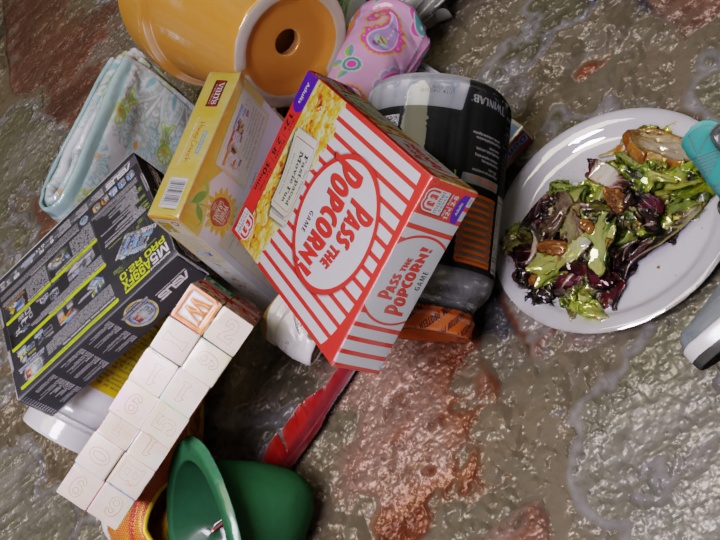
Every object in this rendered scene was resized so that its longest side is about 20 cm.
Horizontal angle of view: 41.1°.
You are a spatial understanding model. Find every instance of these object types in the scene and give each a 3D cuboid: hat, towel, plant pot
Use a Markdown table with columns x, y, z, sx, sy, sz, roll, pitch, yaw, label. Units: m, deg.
| x | y | z | sx | sy | sz | roll | pitch | yaw | label |
| --- | --- | --- | --- | --- | --- | --- | --- | --- | --- |
| -0.052 | 0.198 | 0.794 | 0.166 | 0.175 | 0.201 | 45 | 134 | 47 | hat |
| -0.234 | -0.109 | 1.020 | 0.048 | 0.171 | 0.201 | 7 | 67 | 38 | towel |
| -0.113 | -0.257 | 0.954 | 0.200 | 0.200 | 0.183 | -48 | 50 | 2 | plant pot |

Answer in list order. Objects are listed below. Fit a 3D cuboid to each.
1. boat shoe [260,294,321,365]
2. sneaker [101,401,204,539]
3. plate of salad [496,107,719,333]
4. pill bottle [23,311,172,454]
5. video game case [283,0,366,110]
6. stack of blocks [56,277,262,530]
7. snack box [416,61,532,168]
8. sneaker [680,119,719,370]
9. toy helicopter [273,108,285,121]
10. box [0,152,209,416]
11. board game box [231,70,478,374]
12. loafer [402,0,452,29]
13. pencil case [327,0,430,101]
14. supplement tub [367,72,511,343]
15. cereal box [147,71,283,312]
| x | y | z | sx | sy | sz | roll | pitch | yaw | label |
| --- | --- | --- | --- | --- | --- | --- | --- | --- | --- |
| 0.000 | 0.000 | 0.852 | 0.069 | 0.071 | 0.200 | 37 | 83 | 20 | boat shoe |
| -0.168 | 0.162 | 0.883 | 0.077 | 0.073 | 0.201 | 9 | 75 | 24 | sneaker |
| 0.188 | -0.047 | 0.743 | 0.199 | 0.048 | 0.201 | -19 | 54 | 27 | plate of salad |
| -0.244 | 0.078 | 0.950 | 0.112 | 0.112 | 0.201 | 18 | 75 | 43 | pill bottle |
| -0.060 | -0.268 | 1.062 | 0.182 | 0.022 | 0.201 | -16 | 53 | 46 | video game case |
| -0.162 | 0.105 | 0.781 | 0.201 | 0.058 | 0.115 | -56 | 4 | 1 | stack of blocks |
| 0.073 | -0.144 | 0.908 | 0.072 | 0.024 | 0.200 | -47 | 45 | 2 | snack box |
| 0.254 | -0.040 | 0.639 | 0.200 | 0.084 | 0.121 | -45 | 69 | -5 | sneaker |
| -0.080 | -0.127 | 0.981 | 0.199 | 0.079 | 0.133 | -19 | 56 | 25 | toy helicopter |
| -0.245 | 0.010 | 0.885 | 0.200 | 0.044 | 0.160 | -42 | 48 | 9 | box |
| -0.014 | -0.043 | 0.724 | 0.200 | 0.046 | 0.152 | 47 | 115 | 48 | board game box |
| 0.062 | -0.269 | 0.966 | 0.200 | 0.070 | 0.070 | -48 | 26 | 27 | loafer |
| -0.001 | -0.155 | 0.882 | 0.087 | 0.088 | 0.201 | 0 | 54 | 37 | pencil case |
| 0.054 | -0.047 | 0.778 | 0.122 | 0.122 | 0.201 | 0 | 77 | 38 | supplement tub |
| -0.094 | -0.060 | 0.861 | 0.039 | 0.200 | 0.145 | 7 | 66 | 30 | cereal box |
